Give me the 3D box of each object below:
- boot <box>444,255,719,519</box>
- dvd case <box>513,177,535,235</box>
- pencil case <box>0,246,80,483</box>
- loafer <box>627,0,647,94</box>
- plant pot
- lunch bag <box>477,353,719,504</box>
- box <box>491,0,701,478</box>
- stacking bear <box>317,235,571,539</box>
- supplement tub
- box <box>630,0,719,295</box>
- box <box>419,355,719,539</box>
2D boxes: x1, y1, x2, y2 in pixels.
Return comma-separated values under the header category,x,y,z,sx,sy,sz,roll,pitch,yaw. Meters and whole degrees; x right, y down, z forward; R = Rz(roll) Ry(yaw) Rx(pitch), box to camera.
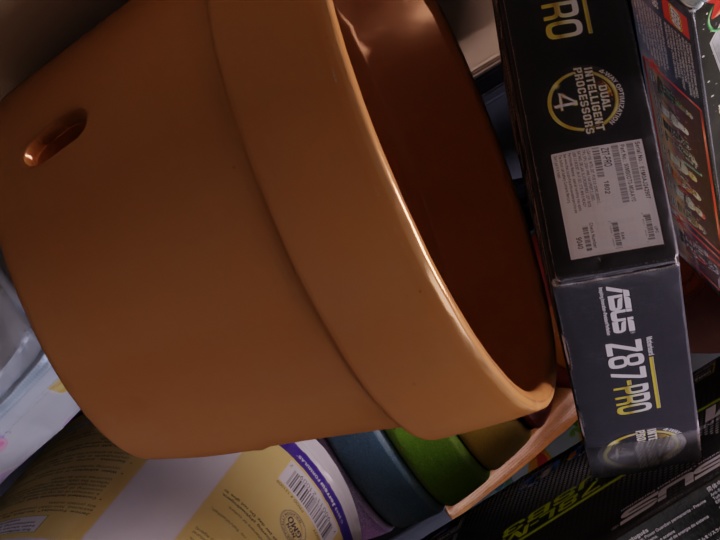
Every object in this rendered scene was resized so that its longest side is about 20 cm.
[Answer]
category,x,y,z,sx,sy,sz,roll,pitch,yaw
boot,0.114,0.042,1.250,0.200,0.188,0.068,-34,136,-2
dvd case,0.000,0.000,1.135,0.200,0.018,0.143,-22,-175,-23
pencil case,-0.168,0.061,1.047,0.200,0.083,0.091,-44,-171,20
loafer,0.110,-0.149,1.006,0.072,0.063,0.200,-16,124,-16
plant pot,-0.034,-0.022,0.959,0.140,0.200,0.200,-22,158,14
lunch bag,0.156,0.076,1.393,0.200,0.082,0.161,-27,153,37
box,0.080,-0.047,1.007,0.049,0.200,0.161,-10,150,2
stacking bear,0.036,0.045,1.211,0.200,0.121,0.114,-30,-167,7
supplement tub,-0.095,0.144,1.086,0.145,0.145,0.200,-51,180,33
box,0.165,-0.085,0.994,0.137,0.040,0.200,-37,150,-11
box,0.099,0.104,1.108,0.200,0.048,0.193,-33,-177,14
